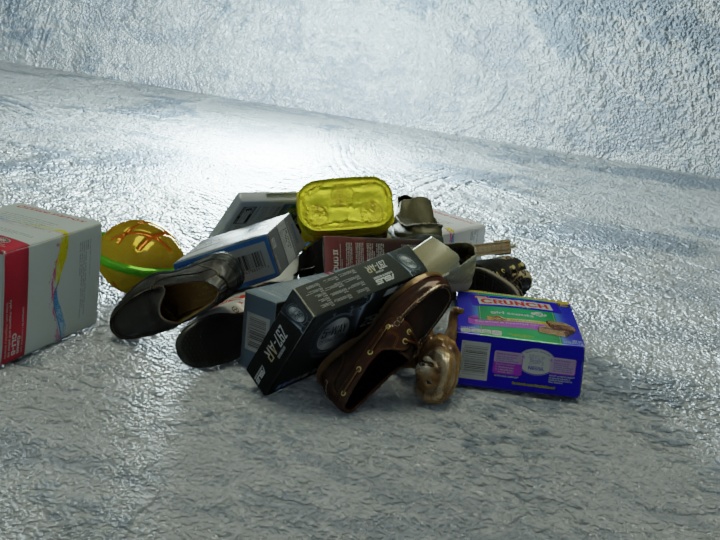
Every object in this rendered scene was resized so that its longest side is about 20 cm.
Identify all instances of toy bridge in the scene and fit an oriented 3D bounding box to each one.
[{"bbox_3d":[0.163,-0.031,1.775,0.197,0.028,0.067,-6,2,-19],"label":"toy bridge"}]

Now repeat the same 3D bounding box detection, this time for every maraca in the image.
[{"bbox_3d":[-0.332,-0.025,1.611,0.135,0.109,0.199,5,14,-32],"label":"maraca"}]

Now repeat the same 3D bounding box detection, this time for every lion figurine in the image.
[{"bbox_3d":[0.070,0.100,1.401,0.071,0.125,0.199,15,-5,-23],"label":"lion figurine"}]

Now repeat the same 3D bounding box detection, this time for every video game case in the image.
[{"bbox_3d":[-0.149,-0.070,1.764,0.180,0.022,0.200,-4,-26,-31],"label":"video game case"}]

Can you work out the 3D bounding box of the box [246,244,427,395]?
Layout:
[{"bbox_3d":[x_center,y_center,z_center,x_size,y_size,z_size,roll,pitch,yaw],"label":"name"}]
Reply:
[{"bbox_3d":[-0.027,0.059,1.317,0.198,0.161,0.044,-21,63,-43],"label":"box"}]

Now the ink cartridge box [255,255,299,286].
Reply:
[{"bbox_3d":[-0.178,0.014,1.654,0.160,0.058,0.200,7,11,0],"label":"ink cartridge box"}]

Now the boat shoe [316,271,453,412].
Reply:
[{"bbox_3d":[0.039,0.089,1.297,0.070,0.200,0.070,46,-2,-40],"label":"boat shoe"}]

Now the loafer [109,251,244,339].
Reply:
[{"bbox_3d":[-0.242,0.039,1.376,0.198,0.073,0.072,-28,13,20],"label":"loafer"}]

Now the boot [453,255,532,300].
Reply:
[{"bbox_3d":[0.218,0.022,1.744,0.149,0.075,0.199,-7,13,-38],"label":"boot"}]

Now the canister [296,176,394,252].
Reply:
[{"bbox_3d":[-0.025,-0.063,1.715,0.146,0.088,0.201,-5,-21,-4],"label":"canister"}]

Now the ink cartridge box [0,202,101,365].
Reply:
[{"bbox_3d":[-0.441,0.010,1.378,0.143,0.147,0.200,13,17,20],"label":"ink cartridge box"}]

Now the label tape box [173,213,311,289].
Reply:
[{"bbox_3d":[-0.162,-0.026,1.537,0.142,0.064,0.200,-17,12,14],"label":"label tape box"}]

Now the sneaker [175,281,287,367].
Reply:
[{"bbox_3d":[-0.181,0.074,1.432,0.107,0.068,0.200,-9,16,48],"label":"sneaker"}]

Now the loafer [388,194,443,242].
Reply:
[{"bbox_3d":[0.081,-0.081,1.710,0.074,0.071,0.200,3,10,-15],"label":"loafer"}]

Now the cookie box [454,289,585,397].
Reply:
[{"bbox_3d":[0.208,0.094,1.481,0.168,0.077,0.200,6,15,3],"label":"cookie box"}]

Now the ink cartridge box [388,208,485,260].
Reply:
[{"bbox_3d":[0.103,-0.047,1.906,0.144,0.085,0.198,20,21,39],"label":"ink cartridge box"}]

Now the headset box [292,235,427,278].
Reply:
[{"bbox_3d":[0.000,0.000,1.625,0.197,0.076,0.148,2,-10,-18],"label":"headset box"}]

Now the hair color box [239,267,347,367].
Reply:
[{"bbox_3d":[-0.065,0.065,1.427,0.060,0.101,0.199,18,19,36],"label":"hair color box"}]

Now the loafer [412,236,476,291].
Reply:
[{"bbox_3d":[0.092,-0.009,1.500,0.075,0.069,0.199,33,24,31],"label":"loafer"}]
